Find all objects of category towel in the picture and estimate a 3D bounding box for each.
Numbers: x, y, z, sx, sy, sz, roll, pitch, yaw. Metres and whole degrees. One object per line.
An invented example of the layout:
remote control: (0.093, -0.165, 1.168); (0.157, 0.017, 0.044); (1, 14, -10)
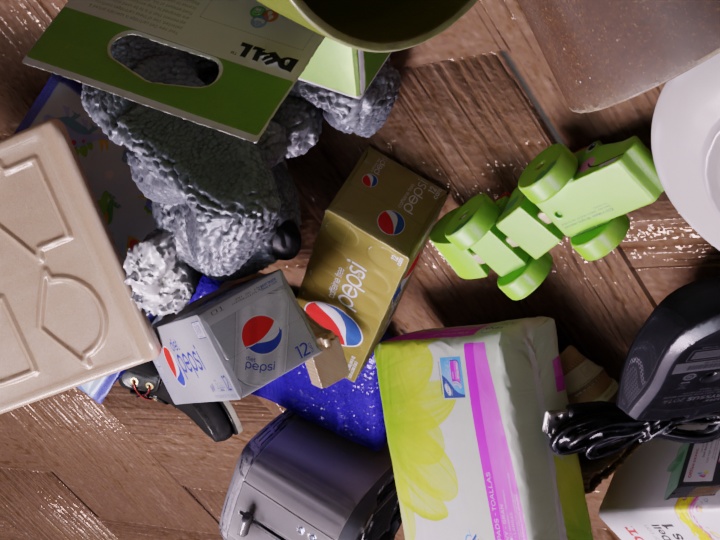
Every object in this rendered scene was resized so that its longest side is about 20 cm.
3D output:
towel: (-0.059, 0.075, 1.270); (0.198, 0.050, 0.148); (19, 148, 21)

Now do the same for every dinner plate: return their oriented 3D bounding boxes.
dinner plate: (0.251, -0.052, 0.813); (0.198, 0.024, 0.201); (16, 142, 13)

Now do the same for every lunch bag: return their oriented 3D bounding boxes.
lunch bag: (-0.209, -0.033, 1.181); (0.169, 0.128, 0.201); (33, 120, -3)

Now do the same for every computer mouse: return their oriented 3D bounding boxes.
computer mouse: (0.206, 0.055, 0.975); (0.137, 0.053, 0.201); (-2, 150, -18)

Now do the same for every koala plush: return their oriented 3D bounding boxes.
koala plush: (-0.091, -0.068, 0.993); (0.183, 0.177, 0.201); (34, 152, 19)

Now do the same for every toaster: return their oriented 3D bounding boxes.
toaster: (-0.032, 0.192, 1.313); (0.128, 0.200, 0.115); (26, 117, 15)

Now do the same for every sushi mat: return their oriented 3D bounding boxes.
sushi mat: (0.137, 0.148, 1.158); (0.199, 0.095, 0.012); (-21, 102, 54)

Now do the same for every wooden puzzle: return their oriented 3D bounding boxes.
wooden puzzle: (-0.255, 0.002, 1.119); (0.198, 0.046, 0.187); (-18, 100, 23)

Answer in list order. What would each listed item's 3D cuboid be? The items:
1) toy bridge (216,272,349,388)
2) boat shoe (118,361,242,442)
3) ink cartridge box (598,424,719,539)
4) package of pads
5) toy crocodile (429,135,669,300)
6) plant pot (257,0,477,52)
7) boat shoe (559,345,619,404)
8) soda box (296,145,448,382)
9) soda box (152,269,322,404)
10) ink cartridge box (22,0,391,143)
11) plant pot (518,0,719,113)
toy bridge: (-0.072, 0.036, 1.140); (0.199, 0.027, 0.068); (14, 125, 58)
boat shoe: (-0.181, 0.086, 1.320); (0.201, 0.063, 0.074); (40, 155, 24)
ink cartridge box: (0.291, 0.179, 1.072); (0.145, 0.084, 0.199); (46, 147, -23)
package of pads: (0.086, 0.140, 1.091); (0.154, 0.068, 0.203); (-9, 91, 54)
toy crocodile: (0.115, -0.038, 0.953); (0.067, 0.062, 0.199); (40, 144, -15)
plant pot: (-0.046, -0.218, 0.737); (0.199, 0.187, 0.188); (21, 151, 42)
boat shoe: (0.118, 0.101, 1.147); (0.076, 0.072, 0.200); (52, 140, -3)
soda box: (0.000, 0.000, 1.095); (0.067, 0.064, 0.201); (30, 149, 5)
soda box: (-0.095, 0.050, 1.064); (0.064, 0.068, 0.200); (62, 161, -4)
ink cartridge box: (-0.065, -0.138, 0.821); (0.146, 0.201, 0.076); (20, 148, 18)
plant pot: (0.109, -0.201, 0.621); (0.201, 0.187, 0.186); (54, 145, -10)
